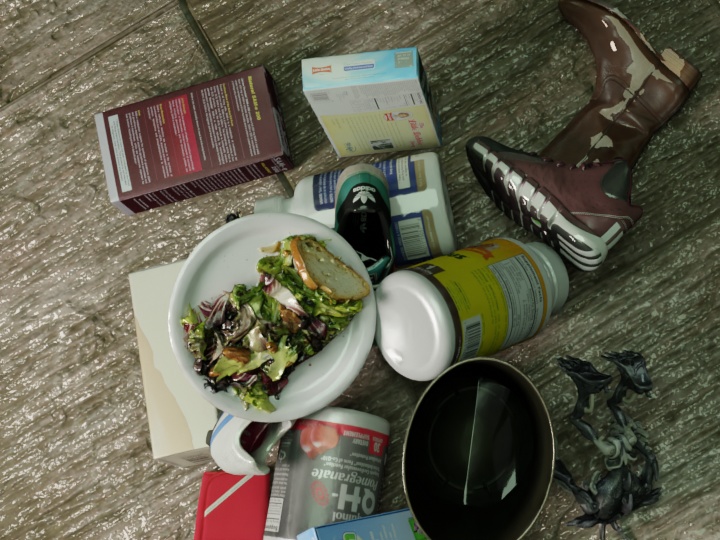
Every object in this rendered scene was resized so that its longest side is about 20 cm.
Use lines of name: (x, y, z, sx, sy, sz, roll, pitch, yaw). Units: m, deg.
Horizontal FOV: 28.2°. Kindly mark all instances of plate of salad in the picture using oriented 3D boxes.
plate of salad: (-0.080, 0.046, 1.346, 0.199, 0.048, 0.201, -2, 98, -13)

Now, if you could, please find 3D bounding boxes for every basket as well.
basket: (0.108, 0.165, 1.371, 0.135, 0.200, 0.181, 7, 91, 2)

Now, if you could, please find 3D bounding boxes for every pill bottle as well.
pill bottle: (0.114, 0.031, 1.419, 0.199, 0.109, 0.109, -18, 68, -40)
pill bottle: (-0.005, -0.052, 1.502, 0.199, 0.111, 0.112, -11, 75, 7)
pill bottle: (-0.037, 0.240, 1.437, 0.110, 0.111, 0.201, 6, 78, 12)

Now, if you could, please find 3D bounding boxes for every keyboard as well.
keyboard: (-0.131, -0.001, 1.457, 0.020, 0.200, 0.128, 2, 95, -7)

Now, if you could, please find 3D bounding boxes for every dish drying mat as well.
dish drying mat: (-0.134, 0.289, 1.448, 0.076, 0.018, 0.201, -2, 51, 7)

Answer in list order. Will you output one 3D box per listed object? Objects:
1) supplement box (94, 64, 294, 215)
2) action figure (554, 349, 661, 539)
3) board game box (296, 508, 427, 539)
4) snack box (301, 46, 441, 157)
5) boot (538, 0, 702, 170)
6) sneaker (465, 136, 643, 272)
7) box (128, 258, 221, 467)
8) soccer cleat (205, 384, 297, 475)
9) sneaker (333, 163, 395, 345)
supplement box: (-0.183, -0.142, 1.582, 0.199, 0.061, 0.109, -15, 75, 7)
action figure: (0.237, 0.174, 1.410, 0.118, 0.102, 0.201, -12, 115, -20)
board game box: (0.045, 0.307, 1.377, 0.037, 0.199, 0.152, -33, 67, 46)
snack box: (0.016, -0.170, 1.480, 0.116, 0.200, 0.037, -5, 74, 8)
boot: (0.232, -0.175, 1.520, 0.186, 0.064, 0.200, 37, 90, 18)
sneaker: (0.206, -0.092, 1.460, 0.115, 0.076, 0.200, -38, 60, -12)
box: (-0.180, 0.098, 1.507, 0.077, 0.095, 0.201, -13, 73, 9)
soccer cleat: (-0.080, 0.111, 1.417, 0.086, 0.070, 0.201, 10, 73, 49)
sneaker: (0.000, 0.000, 1.420, 0.071, 0.080, 0.201, -2, 120, 2)
